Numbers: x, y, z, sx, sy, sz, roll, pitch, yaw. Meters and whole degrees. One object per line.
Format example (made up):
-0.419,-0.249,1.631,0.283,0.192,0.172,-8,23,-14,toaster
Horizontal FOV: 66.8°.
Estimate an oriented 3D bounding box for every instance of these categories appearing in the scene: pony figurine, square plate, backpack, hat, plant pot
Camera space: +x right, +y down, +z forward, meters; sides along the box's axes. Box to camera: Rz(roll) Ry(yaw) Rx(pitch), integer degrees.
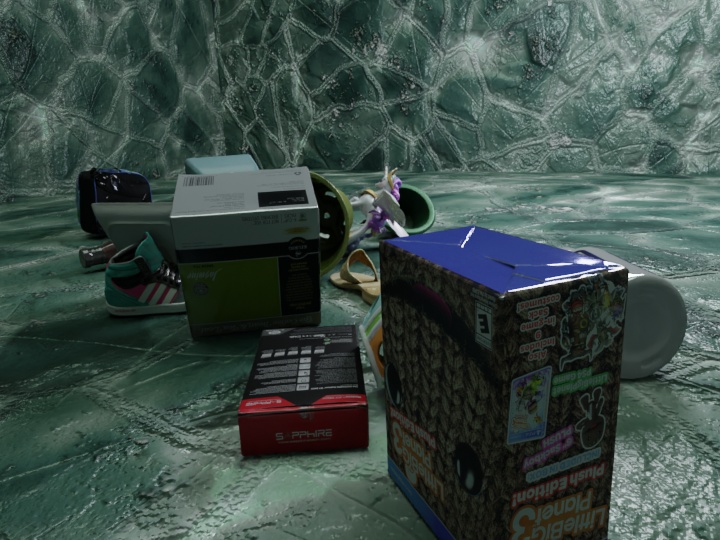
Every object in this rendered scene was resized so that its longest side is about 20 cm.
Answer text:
0.034,-0.127,1.243,0.196,0.196,0.167,-30,-28,0,pony figurine
-0.344,-0.031,0.946,0.191,0.204,0.029,1,45,14,square plate
-0.718,-0.205,1.591,0.143,0.190,0.198,8,13,30,backpack
0.100,-0.114,1.456,0.159,0.179,0.205,-3,53,-11,hat
-0.093,-0.102,1.115,0.193,0.208,0.190,1,11,13,plant pot
-0.359,-0.191,1.492,0.190,0.203,0.199,-9,25,-25,plant pot

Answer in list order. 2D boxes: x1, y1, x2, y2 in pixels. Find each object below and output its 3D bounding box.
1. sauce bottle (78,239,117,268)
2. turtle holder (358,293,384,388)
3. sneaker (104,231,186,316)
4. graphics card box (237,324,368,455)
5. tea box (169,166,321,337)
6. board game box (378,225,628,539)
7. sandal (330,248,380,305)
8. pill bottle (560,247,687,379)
-0.520,-0.046,1.220,0.065,0.069,0.197,11,21,41,sauce bottle
0.064,0.063,0.605,0.128,0.145,0.186,-20,26,-2,turtle holder
-0.324,-0.001,0.895,0.193,0.125,0.084,-7,29,-11,sneaker
-0.057,0.119,0.589,0.121,0.053,0.201,-4,17,-3,graphics card box
-0.160,-0.028,0.801,0.192,0.202,0.135,-4,33,-11,tea box
0.089,0.086,0.394,0.094,0.208,0.159,-9,16,-22,board game box
0.005,-0.001,0.965,0.075,0.072,0.211,-9,17,-23,sandal
0.297,0.038,0.689,0.115,0.124,0.201,-3,15,-3,pill bottle
